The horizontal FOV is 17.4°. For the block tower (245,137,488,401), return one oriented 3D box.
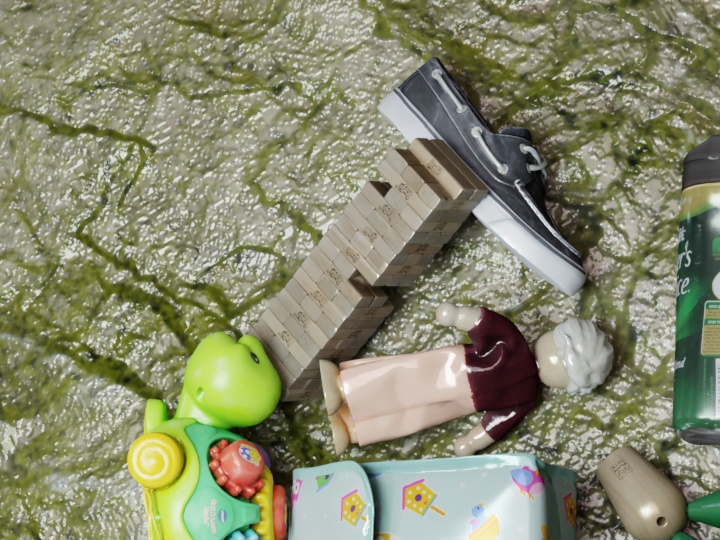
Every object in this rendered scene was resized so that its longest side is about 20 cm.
[{"bbox_3d":[0.000,0.000,1.610,0.058,0.054,0.200,48,115,24],"label":"block tower"}]

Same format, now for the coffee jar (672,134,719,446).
[{"bbox_3d":[0.251,0.014,1.551,0.085,0.104,0.202,2,78,12],"label":"coffee jar"}]

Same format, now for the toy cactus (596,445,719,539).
[{"bbox_3d":[0.210,0.186,1.541,0.200,0.102,0.165,-46,61,12],"label":"toy cactus"}]

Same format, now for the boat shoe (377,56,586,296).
[{"bbox_3d":[0.097,-0.069,1.630,0.068,0.072,0.200,-44,65,4],"label":"boat shoe"}]

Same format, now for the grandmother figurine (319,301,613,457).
[{"bbox_3d":[0.074,0.071,1.599,0.198,0.122,0.061,-10,41,1],"label":"grandmother figurine"}]

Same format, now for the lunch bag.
[{"bbox_3d":[0.039,0.210,1.559,0.198,0.122,0.172,-2,78,20],"label":"lunch bag"}]

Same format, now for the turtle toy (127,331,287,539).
[{"bbox_3d":[-0.101,0.143,1.594,0.100,0.146,0.202,-2,86,1],"label":"turtle toy"}]
